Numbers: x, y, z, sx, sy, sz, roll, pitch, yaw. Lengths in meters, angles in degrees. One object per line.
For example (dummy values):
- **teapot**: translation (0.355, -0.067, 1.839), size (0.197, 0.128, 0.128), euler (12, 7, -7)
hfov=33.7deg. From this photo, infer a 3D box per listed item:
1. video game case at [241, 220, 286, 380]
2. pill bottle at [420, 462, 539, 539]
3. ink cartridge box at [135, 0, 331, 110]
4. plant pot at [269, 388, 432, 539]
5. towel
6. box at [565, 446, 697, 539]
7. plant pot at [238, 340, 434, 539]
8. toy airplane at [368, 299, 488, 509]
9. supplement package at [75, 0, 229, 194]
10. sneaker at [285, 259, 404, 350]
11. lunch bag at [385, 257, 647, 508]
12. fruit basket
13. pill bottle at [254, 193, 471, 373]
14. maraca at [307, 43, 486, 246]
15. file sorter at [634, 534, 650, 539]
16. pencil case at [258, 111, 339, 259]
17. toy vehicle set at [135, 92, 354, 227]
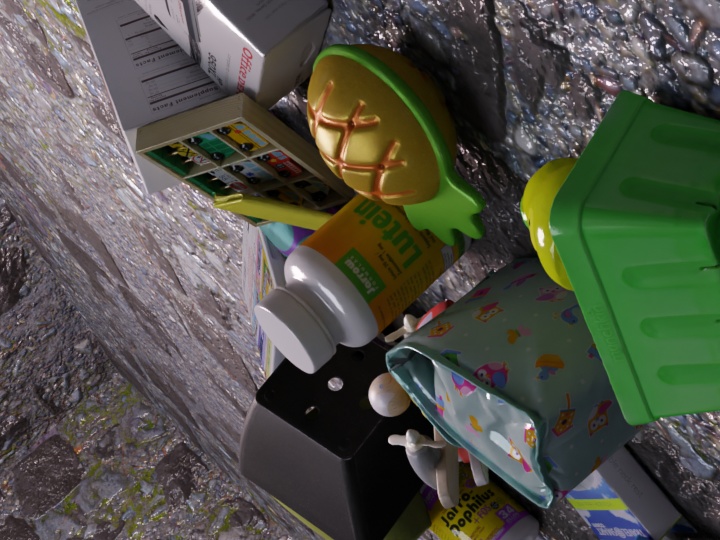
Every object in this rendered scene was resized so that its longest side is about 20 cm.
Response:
- **video game case**: translation (-0.113, 0.021, 1.423), size (0.201, 0.022, 0.183), euler (99, 159, -48)
- **pill bottle**: translation (0.133, 0.312, 1.581), size (0.200, 0.104, 0.104), euler (38, 159, 27)
- **ink cartridge box**: translation (-0.131, -0.255, 1.084), size (0.200, 0.084, 0.145), euler (45, 162, 6)
- **plant pot**: translation (-0.008, 0.282, 1.533), size (0.200, 0.187, 0.187), euler (49, 162, 14)
- **towel**: translation (-0.043, -0.054, 1.198), size (0.199, 0.018, 0.086), euler (11, 172, -27)
- **box**: translation (0.241, 0.208, 1.223), size (0.200, 0.048, 0.122), euler (50, 160, -3)
- **plant pot**: translation (-0.020, 0.172, 1.363), size (0.199, 0.200, 0.178), euler (31, 155, 22)
- **toy airplane**: translation (0.079, 0.133, 1.222), size (0.200, 0.140, 0.200), euler (67, -159, -86)
- **supplement package**: translation (-0.207, -0.200, 1.220), size (0.114, 0.109, 0.201), euler (82, 165, -58)
- **sneaker**: translation (-0.019, 0.026, 1.416), size (0.200, 0.073, 0.114), euler (38, 164, -2)
- **lunch bag**: translation (0.139, 0.076, 0.995), size (0.200, 0.170, 0.122), euler (29, 146, 45)
- **fruit basket**: translation (0.176, -0.013, 0.805), size (0.215, 0.156, 0.216), euler (24, 146, 18)
- **pill bottle**: translation (0.000, 0.000, 1.111), size (0.111, 0.200, 0.111), euler (41, 161, 18)
- **maraca**: translation (0.031, -0.102, 0.986), size (0.200, 0.107, 0.137), euler (52, 160, -11)
- **file sorter**: translation (0.323, 0.380, 1.194), size (0.138, 0.123, 0.200), euler (22, 157, 28)
- **pencil case**: translation (-0.077, -0.080, 1.311), size (0.092, 0.085, 0.200), euler (-33, 102, 26)
- **toy vehicle set**: translation (-0.109, -0.103, 1.167), size (0.124, 0.027, 0.200), euler (-14, 154, 27)
